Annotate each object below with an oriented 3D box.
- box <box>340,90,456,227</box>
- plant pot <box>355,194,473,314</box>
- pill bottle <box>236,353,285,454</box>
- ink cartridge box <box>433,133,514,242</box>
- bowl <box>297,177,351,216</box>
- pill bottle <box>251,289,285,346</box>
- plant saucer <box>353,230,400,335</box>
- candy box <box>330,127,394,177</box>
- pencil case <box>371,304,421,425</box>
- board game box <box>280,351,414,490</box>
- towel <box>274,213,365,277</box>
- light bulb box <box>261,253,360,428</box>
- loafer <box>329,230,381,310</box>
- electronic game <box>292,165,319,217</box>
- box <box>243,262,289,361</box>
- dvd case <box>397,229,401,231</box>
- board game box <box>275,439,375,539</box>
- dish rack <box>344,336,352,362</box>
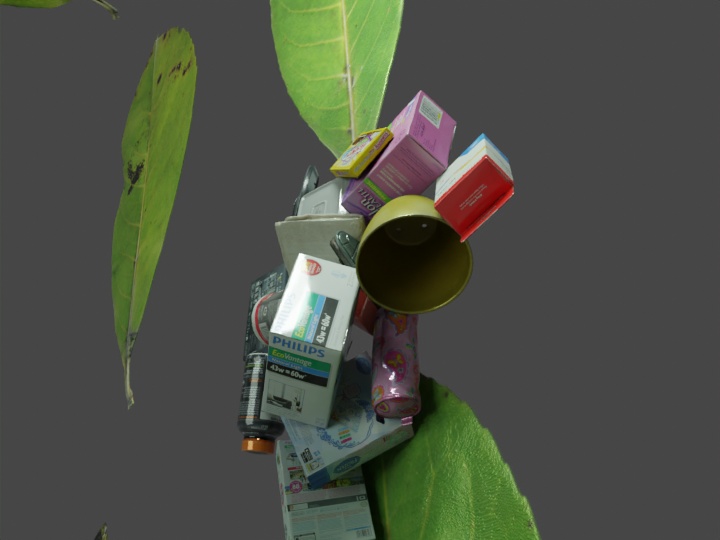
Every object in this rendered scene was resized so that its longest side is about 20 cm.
[{"bbox_3d":[0.072,-0.199,1.416,0.200,0.096,0.177,-44,17,36],"label":"box"},{"bbox_3d":[0.090,-0.049,1.317,0.201,0.198,0.143,-48,22,29],"label":"plant pot"},{"bbox_3d":[-0.207,0.287,1.632,0.105,0.105,0.205,-17,61,50],"label":"pill bottle"},{"bbox_3d":[0.180,-0.134,1.221,0.116,0.067,0.201,-44,11,21],"label":"ink cartridge box"},{"bbox_3d":[-0.062,-0.100,1.533,0.197,0.074,0.204,-20,50,40],"label":"bowl"},{"bbox_3d":[-0.120,0.087,1.518,0.198,0.109,0.113,-16,61,46],"label":"pill bottle"},{"bbox_3d":[0.000,0.000,1.504,0.199,0.036,0.204,27,97,56],"label":"plant saucer"},{"bbox_3d":[-0.001,-0.220,1.438,0.103,0.026,0.200,-51,14,-3],"label":"candy box"},{"bbox_3d":[0.062,0.158,1.308,0.087,0.086,0.203,-39,37,38],"label":"pencil case"},{"bbox_3d":[-0.033,0.258,1.349,0.196,0.044,0.201,-26,38,-8],"label":"board game box"},{"bbox_3d":[-0.066,-0.040,1.445,0.196,0.034,0.135,2,117,30],"label":"towel"},{"bbox_3d":[-0.082,0.120,1.314,0.200,0.122,0.203,-74,-3,-47],"label":"light bulb box"},{"bbox_3d":[0.009,0.019,1.375,0.063,0.200,0.072,-37,16,30],"label":"loafer"},{"bbox_3d":[-0.132,-0.136,1.715,0.200,0.041,0.205,-165,89,-88],"label":"electronic game"},{"bbox_3d":[-0.204,0.101,1.767,0.157,0.050,0.205,-28,52,46],"label":"box"},{"bbox_3d":[0.046,-0.033,1.501,0.200,0.017,0.145,39,108,55],"label":"dvd case"},{"bbox_3d":[-0.065,0.394,1.339,0.065,0.144,0.203,102,160,-50],"label":"board game box"},{"bbox_3d":[-0.073,0.201,1.531,0.152,0.054,0.204,24,92,56],"label":"dish rack"}]
